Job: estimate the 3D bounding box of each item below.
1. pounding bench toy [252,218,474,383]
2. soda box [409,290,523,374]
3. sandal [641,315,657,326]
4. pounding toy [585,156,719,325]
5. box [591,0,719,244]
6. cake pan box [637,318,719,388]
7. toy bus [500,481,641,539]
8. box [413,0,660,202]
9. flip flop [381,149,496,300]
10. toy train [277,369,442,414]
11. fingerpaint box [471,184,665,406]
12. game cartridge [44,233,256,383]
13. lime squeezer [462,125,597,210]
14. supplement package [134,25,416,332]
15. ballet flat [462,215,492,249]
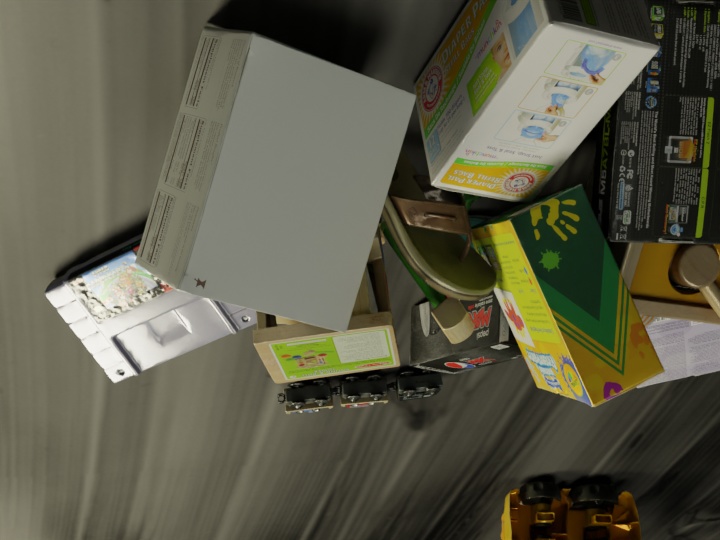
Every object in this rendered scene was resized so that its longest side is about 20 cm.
[{"bbox_3d":[0.000,0.000,1.182,0.196,0.158,0.125,-8,159,3],"label":"pounding bench toy"},{"bbox_3d":[0.121,0.059,1.314,0.062,0.072,0.199,9,166,-23],"label":"soda box"},{"bbox_3d":[0.248,0.031,1.280,0.079,0.060,0.205,-32,145,28],"label":"sandal"},{"bbox_3d":[0.308,-0.017,1.162,0.181,0.142,0.203,7,108,-20],"label":"pounding toy"},{"bbox_3d":[0.294,-0.123,1.061,0.190,0.204,0.047,0,-172,-14],"label":"box"},{"bbox_3d":[0.388,0.054,1.436,0.197,0.053,0.185,-15,142,10],"label":"cake pan box"},{"bbox_3d":[0.281,0.391,1.844,0.197,0.138,0.192,5,159,-14],"label":"toy bus"},{"bbox_3d":[0.133,-0.161,1.025,0.100,0.114,0.201,8,143,-24],"label":"box"},{"bbox_3d":[0.059,-0.060,1.119,0.057,0.081,0.201,-30,97,35],"label":"flip flop"},{"bbox_3d":[0.000,0.144,1.508,0.196,0.035,0.046,-5,158,-4],"label":"toy train"},{"bbox_3d":[0.174,0.021,1.112,0.072,0.169,0.200,-24,-179,-5],"label":"fingerpaint box"},{"bbox_3d":[-0.204,0.029,1.255,0.198,0.039,0.130,-23,119,25],"label":"game cartridge"},{"bbox_3d":[0.129,-0.092,1.185,0.200,0.038,0.070,-43,147,22],"label":"lime squeezer"},{"bbox_3d":[-0.069,-0.073,1.022,0.154,0.203,0.111,15,-176,-30],"label":"supplement package"},{"bbox_3d":[0.143,-0.021,1.279,0.196,0.070,0.070,-7,146,-2],"label":"ballet flat"}]
